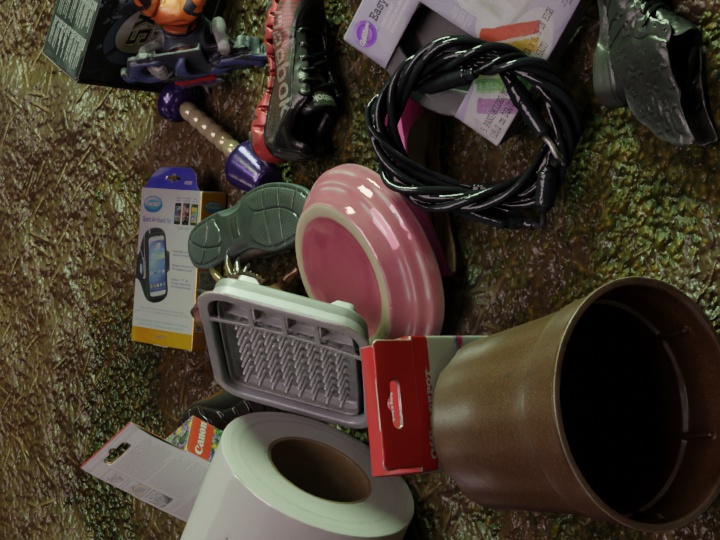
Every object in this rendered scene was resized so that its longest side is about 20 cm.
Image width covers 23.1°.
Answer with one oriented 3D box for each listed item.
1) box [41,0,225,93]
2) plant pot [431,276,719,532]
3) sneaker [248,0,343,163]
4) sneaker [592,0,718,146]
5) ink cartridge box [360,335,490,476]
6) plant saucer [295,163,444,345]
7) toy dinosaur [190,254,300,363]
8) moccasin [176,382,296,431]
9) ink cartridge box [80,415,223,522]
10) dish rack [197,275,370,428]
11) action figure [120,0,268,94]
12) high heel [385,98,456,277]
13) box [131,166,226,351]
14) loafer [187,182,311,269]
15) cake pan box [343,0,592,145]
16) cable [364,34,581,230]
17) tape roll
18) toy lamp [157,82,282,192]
[{"bbox_3d":[-0.238,-0.306,1.934,0.086,0.163,0.202,39,115,41],"label":"box"},{"bbox_3d":[0.172,0.119,1.456,0.198,0.199,0.203,-15,77,53],"label":"plant pot"},{"bbox_3d":[-0.056,-0.204,1.798,0.097,0.070,0.203,19,105,47],"label":"sneaker"},{"bbox_3d":[0.247,-0.205,1.476,0.104,0.060,0.202,3,95,48],"label":"sneaker"},{"bbox_3d":[0.068,0.119,1.552,0.067,0.199,0.118,-14,78,46],"label":"ink cartridge box"},{"bbox_3d":[0.000,0.000,1.689,0.200,0.051,0.202,37,140,40],"label":"plant saucer"},{"bbox_3d":[-0.131,0.040,1.822,0.199,0.135,0.087,-25,71,45],"label":"toy dinosaur"},{"bbox_3d":[-0.118,0.146,1.858,0.201,0.077,0.074,-36,78,37],"label":"moccasin"},{"bbox_3d":[-0.177,0.206,1.824,0.109,0.199,0.051,-40,30,38],"label":"ink cartridge box"},{"bbox_3d":[-0.064,0.074,1.689,0.170,0.201,0.044,14,58,11],"label":"dish rack"},{"bbox_3d":[-0.163,-0.270,1.872,0.194,0.198,0.105,81,-169,-49],"label":"action figure"},{"bbox_3d":[0.071,-0.097,1.666,0.096,0.067,0.202,19,110,40],"label":"high heel"},{"bbox_3d":[-0.204,-0.014,1.978,0.118,0.041,0.202,7,91,48],"label":"box"},{"bbox_3d":[-0.099,-0.047,1.852,0.199,0.063,0.073,-17,76,43],"label":"loafer"},{"bbox_3d":[0.100,-0.239,1.586,0.184,0.052,0.201,37,119,13],"label":"cake pan box"},{"bbox_3d":[0.094,-0.128,1.569,0.198,0.051,0.165,20,115,19],"label":"cable"},{"bbox_3d":[-0.063,0.249,1.693,0.203,0.201,0.140,43,118,40],"label":"tape roll"},{"bbox_3d":[-0.150,-0.141,1.912,0.200,0.058,0.059,44,119,43],"label":"toy lamp"}]
